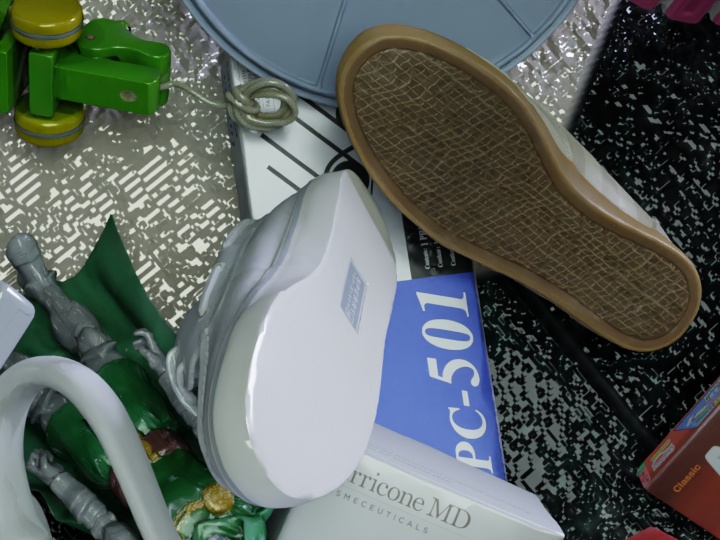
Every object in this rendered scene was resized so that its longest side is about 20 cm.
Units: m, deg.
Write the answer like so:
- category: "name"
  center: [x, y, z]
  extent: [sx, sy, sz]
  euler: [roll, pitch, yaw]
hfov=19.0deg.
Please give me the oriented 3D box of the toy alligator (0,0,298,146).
- category: "toy alligator"
  center: [-0.122, -0.090, 0.906]
  extent: [0.198, 0.060, 0.054]
  euler: [6, 36, 1]

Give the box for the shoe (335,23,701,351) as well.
- category: "shoe"
  center: [0.061, -0.035, 0.898]
  extent: [0.200, 0.053, 0.070]
  euler: [39, 99, -26]

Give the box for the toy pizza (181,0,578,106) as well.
- category: "toy pizza"
  center: [0.009, -0.167, 0.887]
  extent: [0.198, 0.032, 0.202]
  euler: [-2, 105, -6]

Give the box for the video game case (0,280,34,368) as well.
- category: "video game case"
  center: [-0.229, 0.073, 0.811]
  extent: [0.024, 0.181, 0.201]
  euler: [44, 72, -39]

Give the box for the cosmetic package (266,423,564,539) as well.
- category: "cosmetic package"
  center: [-0.009, 0.166, 0.846]
  extent: [0.107, 0.085, 0.202]
  euler: [21, 95, -5]

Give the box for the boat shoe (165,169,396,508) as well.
- category: "boat shoe"
  center: [-0.037, 0.026, 0.802]
  extent: [0.068, 0.201, 0.072]
  euler: [-21, 119, 20]

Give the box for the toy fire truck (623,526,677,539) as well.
- category: "toy fire truck"
  center: [0.118, 0.196, 0.844]
  extent: [0.048, 0.141, 0.201]
  euler: [-25, 97, -13]

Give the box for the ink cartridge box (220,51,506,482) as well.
- category: "ink cartridge box"
  center: [0.000, 0.000, 0.920]
  extent: [0.093, 0.044, 0.202]
  euler: [-8, 82, -9]

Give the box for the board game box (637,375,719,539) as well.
- category: "board game box"
  center: [0.218, 0.041, 0.900]
  extent: [0.103, 0.019, 0.200]
  euler: [33, 108, -18]

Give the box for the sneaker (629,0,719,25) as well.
- category: "sneaker"
  center: [0.179, -0.152, 0.890]
  extent: [0.198, 0.074, 0.088]
  euler: [5, 76, -15]

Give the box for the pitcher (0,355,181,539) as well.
- category: "pitcher"
  center: [-0.077, 0.139, 0.739]
  extent: [0.199, 0.121, 0.173]
  euler: [29, 114, 34]

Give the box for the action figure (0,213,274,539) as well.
- category: "action figure"
  center: [-0.093, 0.064, 0.837]
  extent: [0.118, 0.055, 0.200]
  euler: [-46, 53, -4]
